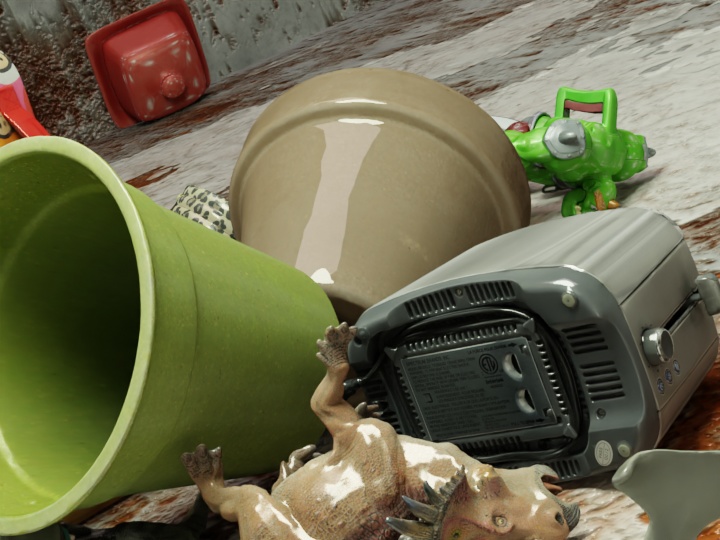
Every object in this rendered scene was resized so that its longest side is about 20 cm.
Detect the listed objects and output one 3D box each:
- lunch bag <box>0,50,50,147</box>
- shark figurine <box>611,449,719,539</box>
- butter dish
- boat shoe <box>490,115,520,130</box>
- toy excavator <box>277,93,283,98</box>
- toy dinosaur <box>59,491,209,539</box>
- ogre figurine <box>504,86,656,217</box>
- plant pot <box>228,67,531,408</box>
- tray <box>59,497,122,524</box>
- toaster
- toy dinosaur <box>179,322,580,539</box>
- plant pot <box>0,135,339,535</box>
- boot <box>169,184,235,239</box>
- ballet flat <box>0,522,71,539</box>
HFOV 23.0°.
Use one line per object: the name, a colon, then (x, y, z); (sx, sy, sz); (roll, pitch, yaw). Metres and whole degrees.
lunch bag: (-0.283, -0.058, 1.294); (0.176, 0.201, 0.082); (-11, 11, 38)
shark figurine: (0.089, 0.152, 0.502); (0.089, 0.215, 0.128); (17, -13, 7)
butter dish: (-0.347, -0.342, 3.072); (0.199, 0.201, 0.148); (-27, 36, -15)
boat shoe: (0.097, -0.103, 1.538); (0.067, 0.074, 0.200); (-34, 16, -35)
toy excavator: (0.020, -0.079, 1.437); (0.199, 0.100, 0.194); (13, 25, 23)
toy dinosaur: (-0.120, 0.156, 0.963); (0.088, 0.048, 0.200); (-17, 11, 5)
ogre figurine: (0.140, -0.087, 1.339); (0.119, 0.099, 0.200); (-8, -25, 33)
plant pot: (0.000, 0.000, 1.123); (0.200, 0.201, 0.175); (-16, 33, 26)
tray: (-0.161, 0.099, 1.122); (0.200, 0.099, 0.037); (-30, 45, -25)
toaster: (0.089, 0.040, 0.920); (0.199, 0.114, 0.129); (-15, 11, 40)
toy dinosaur: (-0.010, 0.123, 0.843); (0.200, 0.086, 0.136); (-38, 51, 21)
plant pot: (-0.113, 0.045, 0.956); (0.199, 0.201, 0.190); (-12, -16, 39)
boot: (-0.171, 0.007, 1.432); (0.154, 0.073, 0.203); (-56, 27, -11)
ballet flat: (-0.204, 0.160, 0.970); (0.063, 0.068, 0.200); (18, -11, -14)
